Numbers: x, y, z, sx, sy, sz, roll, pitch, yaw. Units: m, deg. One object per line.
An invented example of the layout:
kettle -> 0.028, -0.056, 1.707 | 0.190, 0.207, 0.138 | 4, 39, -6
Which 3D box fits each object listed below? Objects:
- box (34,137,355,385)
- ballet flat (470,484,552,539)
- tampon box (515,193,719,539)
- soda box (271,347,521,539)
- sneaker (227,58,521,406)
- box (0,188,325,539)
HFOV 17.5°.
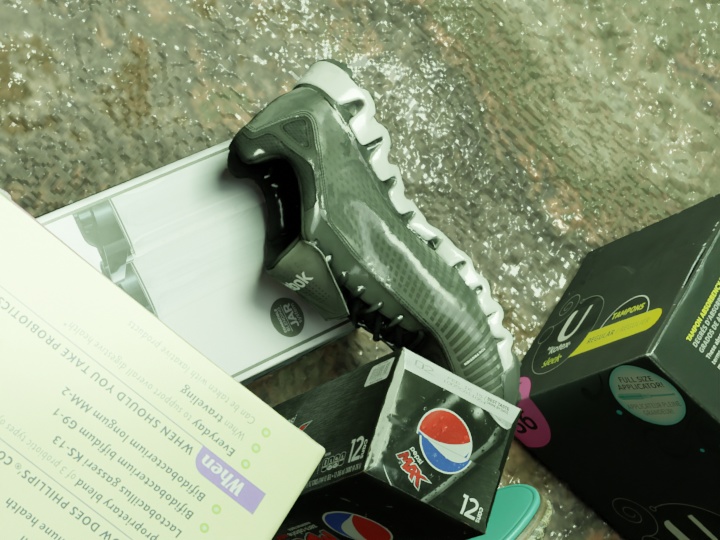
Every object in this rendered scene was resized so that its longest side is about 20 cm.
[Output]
box -> -0.085, 0.007, 1.161 | 0.200, 0.060, 0.117 | -23, 88, -33
ballet flat -> 0.021, 0.183, 1.176 | 0.200, 0.068, 0.075 | -29, 113, -27
tampon box -> 0.203, 0.080, 1.251 | 0.200, 0.150, 0.126 | 42, 59, -13
soda box -> -0.010, 0.098, 1.093 | 0.071, 0.200, 0.063 | 28, 64, -20
sneaker -> 0.000, 0.000, 1.140 | 0.090, 0.066, 0.200 | -30, 87, -30
box -> -0.146, 0.102, 0.906 | 0.176, 0.097, 0.200 | 39, 62, -11
